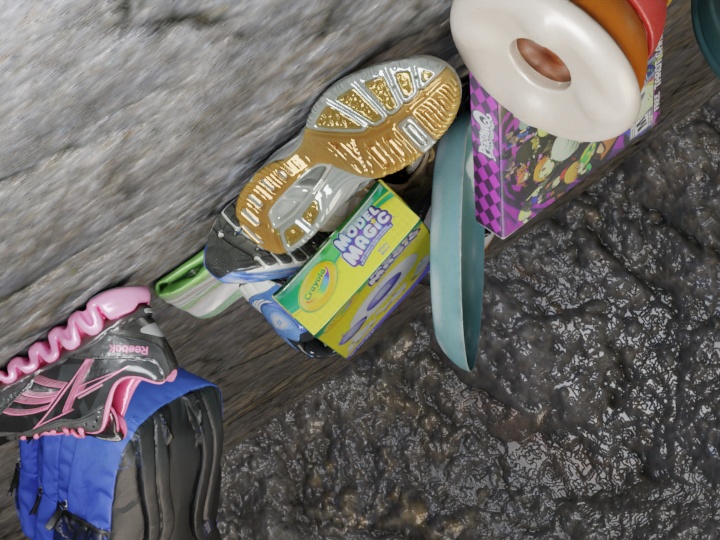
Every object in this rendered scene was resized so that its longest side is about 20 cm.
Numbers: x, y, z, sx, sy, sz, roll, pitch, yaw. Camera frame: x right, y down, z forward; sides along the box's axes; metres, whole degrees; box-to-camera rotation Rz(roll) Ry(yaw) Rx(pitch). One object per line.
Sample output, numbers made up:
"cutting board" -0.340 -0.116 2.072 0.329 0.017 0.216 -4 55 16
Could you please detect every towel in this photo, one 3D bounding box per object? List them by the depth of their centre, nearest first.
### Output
"towel" -0.093 -0.010 1.823 0.149 0.031 0.200 -37 174 1

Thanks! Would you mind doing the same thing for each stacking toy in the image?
"stacking toy" 0.166 -0.200 1.497 0.200 0.146 0.146 -53 -178 -24

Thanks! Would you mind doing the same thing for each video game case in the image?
"video game case" 0.155 -0.145 1.644 0.181 0.036 0.200 -36 144 -26

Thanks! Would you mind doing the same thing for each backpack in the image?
"backpack" -0.216 0.170 1.920 0.162 0.167 0.201 -35 143 -49

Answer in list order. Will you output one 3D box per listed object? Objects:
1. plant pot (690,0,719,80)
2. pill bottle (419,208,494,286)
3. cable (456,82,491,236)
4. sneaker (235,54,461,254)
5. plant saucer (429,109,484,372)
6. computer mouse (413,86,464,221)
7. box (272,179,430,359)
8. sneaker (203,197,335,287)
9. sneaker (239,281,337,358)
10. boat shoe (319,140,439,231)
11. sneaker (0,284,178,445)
"plant pot" 0.400 -0.261 1.930 0.200 0.200 0.196 -35 167 -7
"pill bottle" 0.067 -0.048 2.009 0.116 0.117 0.200 -35 174 -3
"cable" 0.127 -0.130 1.828 0.200 0.051 0.163 -51 149 -16
"sneaker" -0.006 -0.095 1.525 0.200 0.076 0.088 -35 -170 32
"plant saucer" 0.074 -0.023 1.684 0.027 0.201 0.200 1 179 9
"computer mouse" 0.055 -0.089 1.868 0.140 0.046 0.200 -23 146 -51
"box" 0.000 0.000 1.626 0.117 0.048 0.200 -48 167 0
"sneaker" -0.051 -0.013 1.675 0.200 0.079 0.089 -16 145 -53
"sneaker" -0.041 0.035 1.850 0.078 0.089 0.200 -35 173 10
"boat shoe" 0.022 -0.083 1.676 0.069 0.074 0.200 -39 176 34
"sneaker" -0.219 0.097 1.640 0.200 0.096 0.079 -36 176 15
